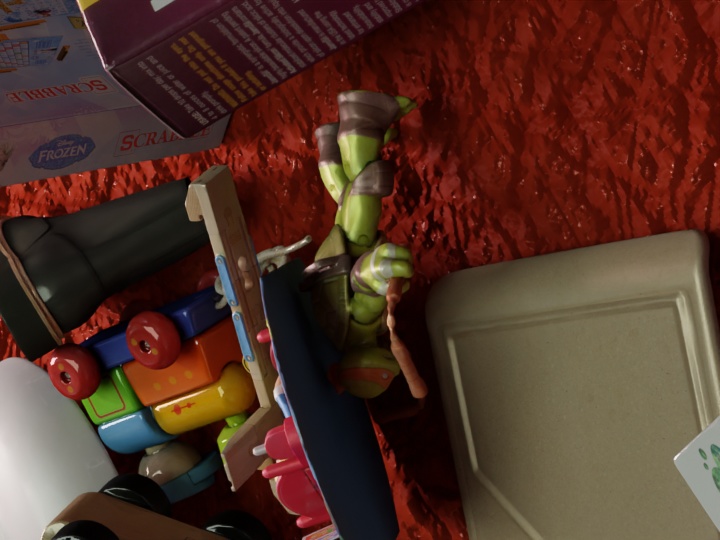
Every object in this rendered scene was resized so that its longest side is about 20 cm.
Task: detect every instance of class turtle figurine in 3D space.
[{"bbox_3d":[0.000,0.000,1.149,0.200,0.064,0.163,85,-176,-74],"label":"turtle figurine"}]

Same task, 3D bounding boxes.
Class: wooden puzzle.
[{"bbox_3d":[0.117,0.090,1.106,0.184,0.037,0.202,-10,86,47],"label":"wooden puzzle"}]

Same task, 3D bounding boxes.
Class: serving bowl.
[{"bbox_3d":[-0.206,0.158,1.383,0.200,0.065,0.201,38,139,42],"label":"serving bowl"}]

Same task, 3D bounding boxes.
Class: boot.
[{"bbox_3d":[-0.150,-0.016,1.332,0.078,0.138,0.200,61,177,-19],"label":"boot"}]

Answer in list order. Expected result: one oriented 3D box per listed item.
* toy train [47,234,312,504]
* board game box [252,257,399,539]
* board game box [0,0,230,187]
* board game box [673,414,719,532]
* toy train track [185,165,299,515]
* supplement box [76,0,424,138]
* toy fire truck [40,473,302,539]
[{"bbox_3d":[-0.077,0.062,1.271,0.199,0.085,0.116,-21,99,40],"label":"toy train"},{"bbox_3d":[-0.031,0.078,1.142,0.039,0.200,0.159,-20,93,8],"label":"board game box"},{"bbox_3d":[-0.207,-0.123,1.268,0.199,0.199,0.041,41,127,32],"label":"board game box"},{"bbox_3d":[0.241,0.032,0.885,0.064,0.147,0.200,57,133,21],"label":"board game box"},{"bbox_3d":[-0.062,0.039,1.192,0.032,0.115,0.201,3,120,33],"label":"toy train track"},{"bbox_3d":[-0.043,-0.178,1.085,0.199,0.103,0.132,-30,67,9],"label":"supplement box"},{"bbox_3d":[-0.103,0.234,1.280,0.175,0.129,0.201,18,110,10],"label":"toy fire truck"}]
